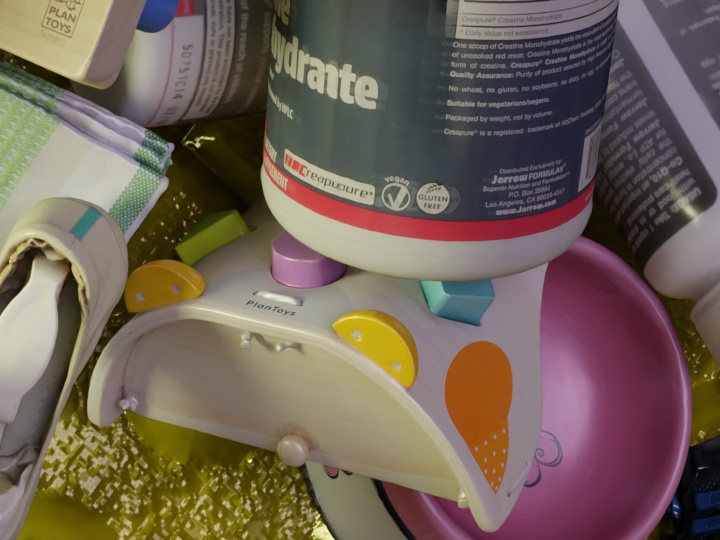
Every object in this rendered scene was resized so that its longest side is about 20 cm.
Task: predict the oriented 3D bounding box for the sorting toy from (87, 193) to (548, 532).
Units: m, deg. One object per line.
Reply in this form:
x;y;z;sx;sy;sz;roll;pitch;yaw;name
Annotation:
0.000;0.000;1.014;0.180;0.199;0.107;-54;148;-43;sorting toy

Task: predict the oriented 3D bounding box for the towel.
-0.195;-0.030;0.955;0.199;0.031;0.150;25;110;-21;towel

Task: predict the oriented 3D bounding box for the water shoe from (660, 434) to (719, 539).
0.181;0.130;1.157;0.079;0.072;0.200;39;67;13;water shoe

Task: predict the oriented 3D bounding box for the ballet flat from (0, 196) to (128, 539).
-0.155;0.063;0.943;0.069;0.069;0.201;18;104;-23;ballet flat

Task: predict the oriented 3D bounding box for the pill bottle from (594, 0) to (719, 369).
0.166;-0.059;1.102;0.113;0.114;0.201;-20;73;-27;pill bottle

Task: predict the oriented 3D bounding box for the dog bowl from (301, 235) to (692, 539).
0.072;0.066;1.096;0.199;0.074;0.202;4;82;-27;dog bowl

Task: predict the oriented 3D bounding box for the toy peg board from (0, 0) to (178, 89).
-0.112;-0.187;0.927;0.098;0.199;0.200;15;98;-53;toy peg board

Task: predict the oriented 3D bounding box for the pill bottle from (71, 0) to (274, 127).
-0.029;-0.130;1.038;0.199;0.114;0.115;-8;87;-27;pill bottle

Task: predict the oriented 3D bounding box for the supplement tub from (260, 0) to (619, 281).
0.035;-0.110;0.915;0.139;0.140;0.201;-8;118;-27;supplement tub
